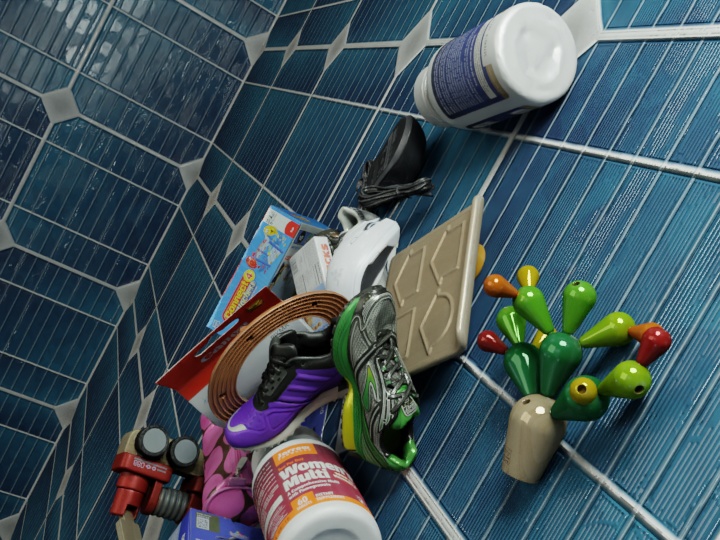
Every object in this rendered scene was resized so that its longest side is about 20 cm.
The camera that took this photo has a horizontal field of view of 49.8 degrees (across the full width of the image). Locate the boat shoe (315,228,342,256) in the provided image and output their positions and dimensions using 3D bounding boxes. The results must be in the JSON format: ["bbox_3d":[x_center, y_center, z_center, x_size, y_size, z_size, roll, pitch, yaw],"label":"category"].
[{"bbox_3d":[-0.053,0.042,1.117,0.074,0.076,0.200,47,-121,-85],"label":"boat shoe"}]

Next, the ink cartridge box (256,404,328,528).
[{"bbox_3d":[-0.119,0.250,1.059,0.200,0.043,0.197,-39,32,48],"label":"ink cartridge box"}]

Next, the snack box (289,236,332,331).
[{"bbox_3d":[-0.049,0.059,1.024,0.072,0.024,0.200,-38,59,45],"label":"snack box"}]

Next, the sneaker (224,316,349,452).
[{"bbox_3d":[-0.080,0.115,0.851,0.200,0.100,0.070,-33,33,6],"label":"sneaker"}]

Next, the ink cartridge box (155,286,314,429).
[{"bbox_3d":[-0.129,0.109,0.903,0.160,0.047,0.200,-41,-19,-4],"label":"ink cartridge box"}]

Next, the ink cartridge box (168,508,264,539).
[{"bbox_3d":[-0.175,0.369,0.925,0.200,0.136,0.076,-54,26,21],"label":"ink cartridge box"}]

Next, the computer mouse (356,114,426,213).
[{"bbox_3d":[0.048,-0.145,1.121,0.200,0.053,0.139,130,158,-54],"label":"computer mouse"}]

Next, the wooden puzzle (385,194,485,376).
[{"bbox_3d":[0.079,0.036,0.862,0.200,0.046,0.185,-40,31,52],"label":"wooden puzzle"}]

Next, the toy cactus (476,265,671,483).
[{"bbox_3d":[0.147,0.086,0.613,0.200,0.102,0.165,23,97,59],"label":"toy cactus"}]

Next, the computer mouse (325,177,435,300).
[{"bbox_3d":[0.011,-0.039,0.963,0.110,0.044,0.200,3,54,39],"label":"computer mouse"}]

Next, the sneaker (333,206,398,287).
[{"bbox_3d":[0.000,0.000,1.022,0.076,0.080,0.200,-44,31,36],"label":"sneaker"}]

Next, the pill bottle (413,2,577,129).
[{"bbox_3d":[0.147,-0.228,0.908,0.200,0.111,0.111,-4,62,64],"label":"pill bottle"}]

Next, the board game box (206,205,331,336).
[{"bbox_3d":[-0.122,0.012,1.164,0.196,0.056,0.200,-61,-15,5],"label":"board game box"}]

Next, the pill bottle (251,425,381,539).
[{"bbox_3d":[-0.057,0.250,0.834,0.110,0.109,0.200,-61,23,6],"label":"pill bottle"}]

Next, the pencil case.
[{"bbox_3d":[-0.166,0.242,1.010,0.200,0.091,0.094,-116,23,-59],"label":"pencil case"}]

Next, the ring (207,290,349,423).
[{"bbox_3d":[-0.090,0.099,0.893,0.019,0.200,0.201,45,110,33],"label":"ring"}]

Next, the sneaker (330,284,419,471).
[{"bbox_3d":[0.027,0.109,0.785,0.085,0.078,0.200,14,117,45],"label":"sneaker"}]

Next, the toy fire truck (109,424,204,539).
[{"bbox_3d":[-0.284,0.345,1.137,0.129,0.176,0.200,-28,42,54],"label":"toy fire truck"}]
